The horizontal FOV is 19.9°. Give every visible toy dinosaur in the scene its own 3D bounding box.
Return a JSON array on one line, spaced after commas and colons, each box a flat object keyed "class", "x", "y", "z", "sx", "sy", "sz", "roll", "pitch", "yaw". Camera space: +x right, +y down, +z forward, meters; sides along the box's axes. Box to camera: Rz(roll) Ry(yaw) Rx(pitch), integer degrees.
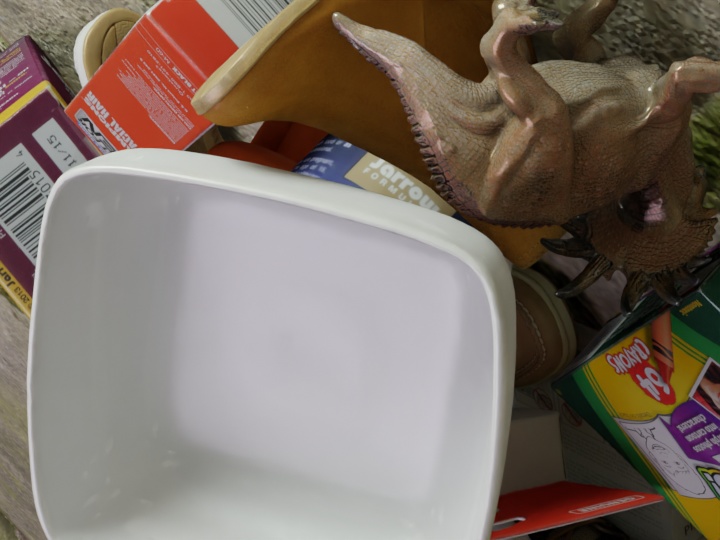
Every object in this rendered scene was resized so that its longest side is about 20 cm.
[{"class": "toy dinosaur", "x": 0.080, "y": -0.045, "z": 0.809, "sx": 0.086, "sy": 0.198, "sz": 0.136, "roll": -122, "pitch": 43, "yaw": -53}]

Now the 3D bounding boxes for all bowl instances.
[{"class": "bowl", "x": -0.031, "y": 0.047, "z": 0.837, "sx": 0.198, "sy": 0.075, "sz": 0.201, "roll": 14, "pitch": 117, "yaw": 14}]

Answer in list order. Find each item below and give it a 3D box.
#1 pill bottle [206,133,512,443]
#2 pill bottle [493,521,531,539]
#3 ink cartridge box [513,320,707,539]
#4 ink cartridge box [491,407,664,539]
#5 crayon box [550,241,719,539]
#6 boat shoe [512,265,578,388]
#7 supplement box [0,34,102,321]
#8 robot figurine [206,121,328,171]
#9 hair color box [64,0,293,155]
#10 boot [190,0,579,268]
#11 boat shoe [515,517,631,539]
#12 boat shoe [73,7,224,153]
[{"class": "pill bottle", "x": 0.000, "y": 0.000, "z": 0.974, "sx": 0.115, "sy": 0.200, "sz": 0.116, "roll": 37, "pitch": 159, "yaw": 17}, {"class": "pill bottle", "x": 0.034, "y": 0.177, "z": 1.108, "sx": 0.112, "sy": 0.111, "sz": 0.200, "roll": 51, "pitch": 160, "yaw": -17}, {"class": "ink cartridge box", "x": 0.131, "y": 0.097, "z": 1.161, "sx": 0.160, "sy": 0.047, "sz": 0.201, "roll": 25, "pitch": 135, "yaw": 45}, {"class": "ink cartridge box", "x": 0.022, "y": 0.106, "z": 1.032, "sx": 0.173, "sy": 0.199, "sz": 0.044, "roll": -3, "pitch": 95, "yaw": 60}, {"class": "crayon box", "x": 0.194, "y": 0.076, "z": 0.943, "sx": 0.173, "sy": 0.058, "sz": 0.200, "roll": 45, "pitch": 160, "yaw": 1}, {"class": "boat shoe", "x": 0.044, "y": 0.045, "z": 1.132, "sx": 0.200, "sy": 0.066, "sz": 0.074, "roll": -19, "pitch": 98, "yaw": 60}, {"class": "supplement box", "x": -0.209, "y": -0.058, "z": 1.329, "sx": 0.131, "sy": 0.103, "sz": 0.200, "roll": 52, "pitch": 179, "yaw": -21}, {"class": "robot figurine", "x": -0.063, "y": 0.012, "z": 1.113, "sx": 0.143, "sy": 0.201, "sz": 0.117, "roll": 24, "pitch": 164, "yaw": 24}, {"class": "hair color box", "x": -0.073, "y": -0.114, "z": 1.027, "sx": 0.064, "sy": 0.111, "sz": 0.200, "roll": 48, "pitch": 159, "yaw": -5}, {"class": "boot", "x": 0.027, "y": -0.059, "z": 0.843, "sx": 0.071, "sy": 0.201, "sz": 0.144, "roll": -33, "pitch": 94, "yaw": 38}, {"class": "boat shoe", "x": 0.112, "y": 0.163, "z": 1.136, "sx": 0.072, "sy": 0.072, "sz": 0.200, "roll": 63, "pitch": 157, "yaw": -13}, {"class": "boat shoe", "x": -0.123, "y": -0.078, "z": 1.254, "sx": 0.069, "sy": 0.071, "sz": 0.201, "roll": 21, "pitch": 151, "yaw": 48}]
